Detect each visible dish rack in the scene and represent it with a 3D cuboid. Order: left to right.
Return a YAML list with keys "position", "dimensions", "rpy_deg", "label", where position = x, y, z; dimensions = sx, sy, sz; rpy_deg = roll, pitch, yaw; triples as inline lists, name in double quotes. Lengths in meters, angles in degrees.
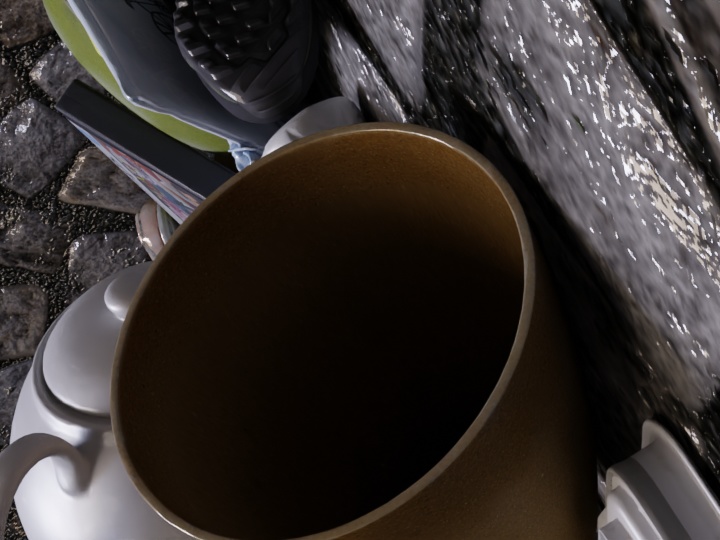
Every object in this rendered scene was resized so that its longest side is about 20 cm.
- position: [0.148, 0.169, 0.692]
  dimensions: [0.201, 0.043, 0.172]
  rpy_deg: [59, 174, 27]
  label: "dish rack"

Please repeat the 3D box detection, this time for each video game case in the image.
- position: [-0.082, -0.032, 1.135]
  dimensions: [0.199, 0.026, 0.181]
  rpy_deg: [32, 171, 32]
  label: "video game case"

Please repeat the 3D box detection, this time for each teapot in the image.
- position: [-0.093, 0.066, 0.860]
  dimensions: [0.201, 0.196, 0.147]
  rpy_deg: [-112, 3, -51]
  label: "teapot"

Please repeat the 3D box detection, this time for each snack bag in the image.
- position: [-0.099, -0.122, 1.035]
  dimensions: [0.199, 0.021, 0.189]
  rpy_deg: [19, -150, -49]
  label: "snack bag"

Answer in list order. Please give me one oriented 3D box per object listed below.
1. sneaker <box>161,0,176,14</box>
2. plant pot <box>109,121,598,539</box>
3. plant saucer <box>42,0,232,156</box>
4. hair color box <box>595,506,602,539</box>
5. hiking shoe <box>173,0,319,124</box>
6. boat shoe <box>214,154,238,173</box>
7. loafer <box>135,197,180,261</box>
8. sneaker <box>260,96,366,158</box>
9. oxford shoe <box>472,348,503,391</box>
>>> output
- position: [-0.129, -0.231, 1.006]
  dimensions: [0.076, 0.075, 0.201]
  rpy_deg: [52, 167, 46]
  label: "sneaker"
- position: [0.023, 0.071, 0.758]
  dimensions: [0.200, 0.186, 0.187]
  rpy_deg: [50, -177, -48]
  label: "plant pot"
- position: [-0.122, -0.135, 1.093]
  dimensions: [0.199, 0.031, 0.200]
  rpy_deg: [36, -159, -16]
  label: "plant saucer"
- position: [0.115, 0.219, 0.889]
  dimensions: [0.201, 0.099, 0.061]
  rpy_deg: [61, 172, 0]
  label: "hair color box"
- position: [-0.051, -0.124, 0.932]
  dimensions: [0.101, 0.075, 0.201]
  rpy_deg: [56, -173, -37]
  label: "hiking shoe"
- position: [-0.061, -0.067, 1.171]
  dimensions: [0.200, 0.068, 0.072]
  rpy_deg: [56, 171, 39]
  label: "boat shoe"
- position: [-0.130, -0.013, 1.345]
  dimensions: [0.200, 0.062, 0.073]
  rpy_deg: [24, -124, -71]
  label: "loafer"
- position: [0.000, 0.000, 0.979]
  dimensions: [0.100, 0.078, 0.200]
  rpy_deg: [53, 171, 30]
  label: "sneaker"
- position: [0.045, 0.053, 0.930]
  dimensions: [0.076, 0.057, 0.200]
  rpy_deg: [63, 172, 1]
  label: "oxford shoe"
